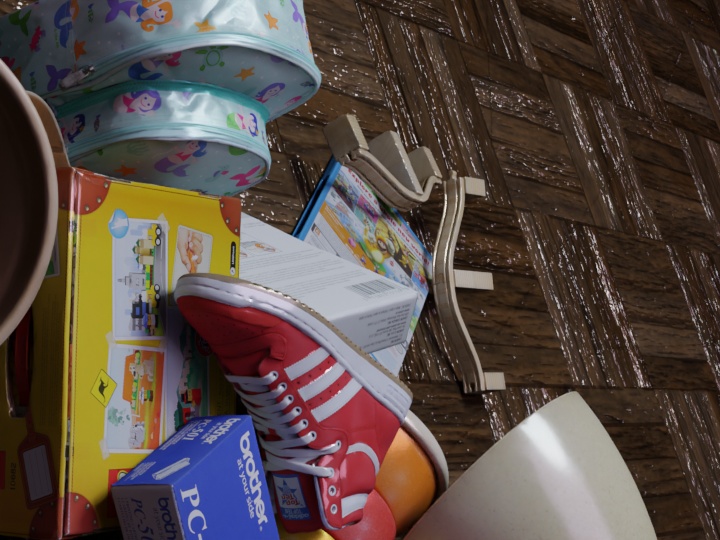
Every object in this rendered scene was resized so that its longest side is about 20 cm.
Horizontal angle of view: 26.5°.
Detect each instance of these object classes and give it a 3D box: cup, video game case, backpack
[{"bbox_3d":[0.132,0.206,1.072,0.143,0.201,0.200,45,25,18],"label":"cup"},{"bbox_3d":[0.000,0.000,1.287,0.143,0.018,0.200,52,32,-19],"label":"video game case"},{"bbox_3d":[-0.129,-0.125,1.000,0.177,0.199,0.152,15,55,-53],"label":"backpack"}]

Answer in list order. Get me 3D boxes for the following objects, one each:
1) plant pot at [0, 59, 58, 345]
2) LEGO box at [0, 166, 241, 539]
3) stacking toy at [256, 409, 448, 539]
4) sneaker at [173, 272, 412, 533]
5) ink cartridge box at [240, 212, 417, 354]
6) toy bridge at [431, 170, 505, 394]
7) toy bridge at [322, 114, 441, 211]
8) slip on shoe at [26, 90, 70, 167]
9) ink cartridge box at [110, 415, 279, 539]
[{"bbox_3d":[-0.264,-0.036,0.786,0.199,0.092,0.203,-3,95,-33],"label":"plant pot"},{"bbox_3d":[-0.145,0.049,0.894,0.148,0.077,0.202,8,83,-55],"label":"LEGO box"},{"bbox_3d":[-0.041,0.180,1.013,0.146,0.145,0.201,49,52,-23],"label":"stacking toy"},{"bbox_3d":[-0.049,0.086,0.907,0.200,0.071,0.113,37,66,-41],"label":"sneaker"},{"bbox_3d":[-0.079,0.013,1.071,0.200,0.173,0.044,-12,121,-59],"label":"ink cartridge box"},{"bbox_3d":[0.092,0.009,1.369,0.067,0.027,0.202,4,78,-51],"label":"toy bridge"},{"bbox_3d":[0.031,-0.087,1.342,0.200,0.027,0.068,12,52,-66],"label":"toy bridge"},{"bbox_3d":[-0.203,-0.010,0.937,0.076,0.060,0.202,-39,119,-49],"label":"slip on shoe"},{"bbox_3d":[-0.079,0.193,0.870,0.094,0.044,0.202,-39,121,-59],"label":"ink cartridge box"}]
